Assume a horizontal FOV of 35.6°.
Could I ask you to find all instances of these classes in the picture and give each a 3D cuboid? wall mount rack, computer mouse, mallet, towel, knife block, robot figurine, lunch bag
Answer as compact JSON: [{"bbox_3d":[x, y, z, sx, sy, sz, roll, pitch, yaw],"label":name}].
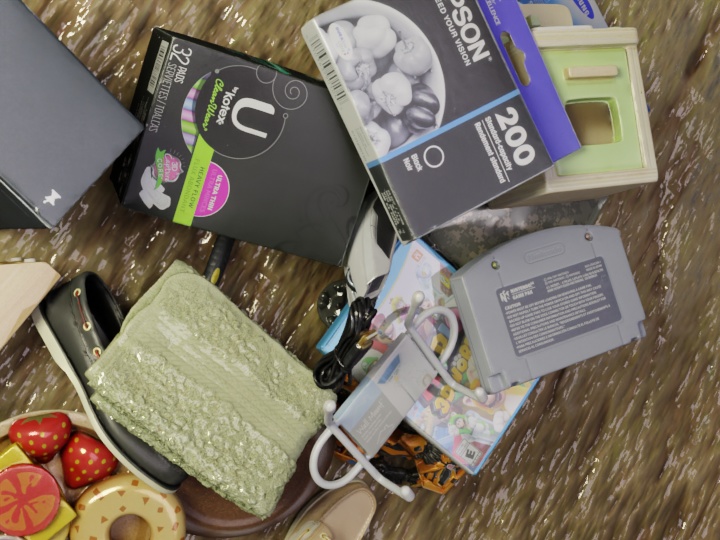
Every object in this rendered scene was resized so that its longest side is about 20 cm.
[{"bbox_3d":[0.029,0.104,0.971,0.200,0.074,0.174,-51,132,-15],"label":"wall mount rack"},{"bbox_3d":[0.000,0.000,0.985,0.044,0.110,0.201,18,53,-6],"label":"computer mouse"},{"bbox_3d":[-0.139,0.036,1.046,0.066,0.041,0.201,33,72,-26],"label":"mallet"},{"bbox_3d":[-0.120,0.101,0.945,0.200,0.036,0.149,42,59,-16],"label":"towel"},{"bbox_3d":[-0.345,0.084,0.911,0.199,0.064,0.177,-6,96,-30],"label":"knife block"},{"bbox_3d":[0.040,0.156,1.111,0.199,0.058,0.145,29,116,-20],"label":"robot figurine"},{"bbox_3d":[0.147,-0.065,1.158,0.164,0.117,0.201,40,68,-22],"label":"lunch bag"}]

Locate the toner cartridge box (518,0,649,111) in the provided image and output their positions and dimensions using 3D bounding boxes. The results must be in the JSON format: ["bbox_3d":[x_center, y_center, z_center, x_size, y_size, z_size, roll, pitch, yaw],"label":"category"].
[{"bbox_3d":[0.239,-0.233,1.247,0.095,0.043,0.200,-42,111,-23],"label":"toner cartridge box"}]

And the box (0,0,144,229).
[{"bbox_3d":[-0.281,-0.119,0.861,0.149,0.200,0.107,47,70,-23],"label":"box"}]

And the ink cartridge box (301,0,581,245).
[{"bbox_3d":[0.080,-0.153,0.940,0.199,0.043,0.199,-28,96,-19],"label":"ink cartridge box"}]

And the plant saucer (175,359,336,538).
[{"bbox_3d":[-0.113,0.166,1.023,0.199,0.037,0.202,-6,111,-14],"label":"plant saucer"}]

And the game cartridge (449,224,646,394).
[{"bbox_3d":[0.182,0.028,1.084,0.199,0.041,0.134,-15,91,-29],"label":"game cartridge"}]

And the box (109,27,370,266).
[{"bbox_3d":[-0.098,-0.108,0.977,0.199,0.124,0.149,16,100,-21],"label":"box"}]

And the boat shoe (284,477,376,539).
[{"bbox_3d":[-0.046,0.289,1.088,0.200,0.069,0.074,-47,113,-20],"label":"boat shoe"}]

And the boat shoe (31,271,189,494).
[{"bbox_3d":[-0.201,0.095,0.950,0.063,0.074,0.202,-35,83,11],"label":"boat shoe"}]

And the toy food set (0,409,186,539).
[{"bbox_3d":[-0.265,0.220,0.955,0.198,0.049,0.200,-40,108,-12],"label":"toy food set"}]

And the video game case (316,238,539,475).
[{"bbox_3d":[0.074,0.078,1.062,0.200,0.018,0.143,40,76,-15],"label":"video game case"}]

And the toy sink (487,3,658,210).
[{"bbox_3d":[0.187,-0.168,1.060,0.130,0.112,0.201,-6,86,-25],"label":"toy sink"}]

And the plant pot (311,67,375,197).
[{"bbox_3d":[0.029,-0.131,1.061,0.027,0.199,0.201,-22,108,-73],"label":"plant pot"}]

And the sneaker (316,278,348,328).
[{"bbox_3d":[0.050,0.057,1.135,0.199,0.098,0.071,13,84,-6],"label":"sneaker"}]
